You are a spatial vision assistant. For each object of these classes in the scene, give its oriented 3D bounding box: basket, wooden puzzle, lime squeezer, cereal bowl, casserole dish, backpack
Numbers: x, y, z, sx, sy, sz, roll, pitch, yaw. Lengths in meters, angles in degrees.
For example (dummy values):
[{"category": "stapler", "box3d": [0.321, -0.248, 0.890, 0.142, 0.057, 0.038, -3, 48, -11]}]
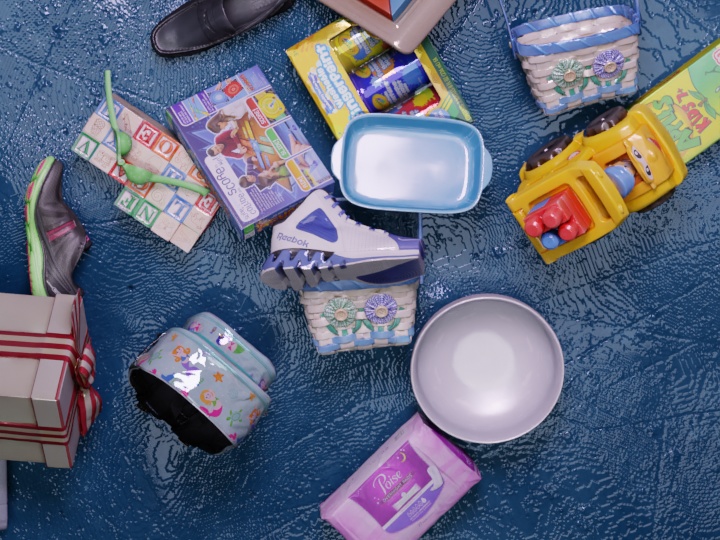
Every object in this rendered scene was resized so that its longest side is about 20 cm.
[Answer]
[{"category": "basket", "box3d": [0.000, 0.000, 1.702, 0.176, 0.139, 0.200, -8, 93, 2]}, {"category": "wooden puzzle", "box3d": [0.034, -0.387, 1.647, 0.200, 0.037, 0.185, 36, 79, 16]}, {"category": "lime squeezer", "box3d": [-0.281, -0.155, 1.679, 0.071, 0.038, 0.200, -39, 96, 6]}, {"category": "cereal bowl", "box3d": [0.164, 0.123, 1.756, 0.200, 0.083, 0.200, 0, 99, 0]}, {"category": "casserole dish", "box3d": [0.062, -0.130, 1.656, 0.200, 0.039, 0.121, 4, 82, -4]}, {"category": "backpack", "box3d": [-0.200, 0.145, 1.706, 0.178, 0.200, 0.151, 42, 77, -4]}, {"category": "basket", "box3d": [0.269, -0.307, 1.659, 0.176, 0.139, 0.200, -15, 108, 4]}]

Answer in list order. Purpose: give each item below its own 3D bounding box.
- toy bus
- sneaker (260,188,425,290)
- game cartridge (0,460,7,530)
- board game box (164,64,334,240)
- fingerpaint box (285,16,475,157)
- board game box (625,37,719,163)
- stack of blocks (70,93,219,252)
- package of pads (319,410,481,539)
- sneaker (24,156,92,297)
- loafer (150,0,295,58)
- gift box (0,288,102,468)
[{"category": "toy bus", "box3d": [0.281, -0.096, 1.642, 0.200, 0.192, 0.136, -29, 99, 33]}, {"category": "sneaker", "box3d": [-0.023, -0.045, 1.609, 0.199, 0.081, 0.115, -3, 67, 4]}, {"category": "game cartridge", "box3d": [-0.542, 0.259, 1.779, 0.133, 0.042, 0.200, -5, 101, -32]}, {"category": "board game box", "box3d": [-0.140, -0.151, 1.677, 0.135, 0.034, 0.200, -28, 69, -14]}, {"category": "fingerpaint box", "box3d": [0.025, -0.237, 1.705, 0.167, 0.073, 0.200, -29, 97, 4]}, {"category": "board game box", "box3d": [0.416, -0.200, 1.721, 0.200, 0.048, 0.102, -37, 97, 6]}, {"category": "stack of blocks", "box3d": [-0.273, -0.127, 1.732, 0.200, 0.059, 0.115, 34, 97, -5]}, {"category": "package of pads", "box3d": [0.052, 0.297, 1.788, 0.121, 0.076, 0.200, 44, 97, -7]}, {"category": "sneaker", "box3d": [-0.396, -0.052, 1.747, 0.084, 0.077, 0.200, -4, 103, -16]}, {"category": "loafer", "box3d": [-0.177, -0.327, 1.694, 0.200, 0.070, 0.068, -22, 98, 4]}, {"category": "gift box", "box3d": [-0.426, 0.122, 1.693, 0.187, 0.185, 0.200, 6, 56, -1]}]
